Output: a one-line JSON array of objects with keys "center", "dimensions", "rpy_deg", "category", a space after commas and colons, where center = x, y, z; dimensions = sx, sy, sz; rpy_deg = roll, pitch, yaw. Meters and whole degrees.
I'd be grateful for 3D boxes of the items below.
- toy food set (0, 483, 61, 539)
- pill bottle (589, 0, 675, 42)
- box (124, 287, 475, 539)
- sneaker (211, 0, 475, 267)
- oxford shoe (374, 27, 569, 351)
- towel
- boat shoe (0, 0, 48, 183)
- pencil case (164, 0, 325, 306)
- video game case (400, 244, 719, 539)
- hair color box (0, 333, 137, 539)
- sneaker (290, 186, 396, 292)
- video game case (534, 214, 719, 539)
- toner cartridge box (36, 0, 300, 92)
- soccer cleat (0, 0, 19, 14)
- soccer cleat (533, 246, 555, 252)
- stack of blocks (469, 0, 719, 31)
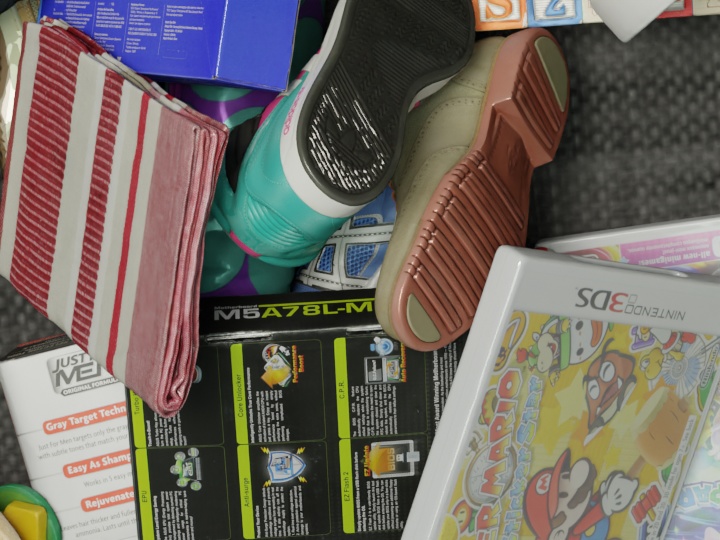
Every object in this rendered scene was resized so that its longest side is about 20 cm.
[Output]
[{"center": [-0.242, 0.195, 1.622], "dimensions": [0.197, 0.049, 0.201], "rpy_deg": [11, 107, 24], "category": "toy food set"}, {"center": [0.100, -0.217, 1.449], "dimensions": [0.113, 0.113, 0.200], "rpy_deg": [-40, 90, 12], "category": "pill bottle"}, {"center": [-0.022, 0.106, 1.528], "dimensions": [0.192, 0.048, 0.201], "rpy_deg": [-3, 119, 1], "category": "box"}, {"center": [-0.018, -0.072, 1.477], "dimensions": [0.084, 0.200, 0.121], "rpy_deg": [45, 131, -12], "category": "sneaker"}, {"center": [0.043, -0.038, 1.495], "dimensions": [0.073, 0.200, 0.071], "rpy_deg": [-3, 133, 34], "category": "oxford shoe"}, {"center": [-0.125, -0.031, 1.458], "dimensions": [0.023, 0.200, 0.145], "rpy_deg": [-1, 110, -31], "category": "towel"}, {"center": [-0.167, -0.139, 1.590], "dimensions": [0.076, 0.072, 0.201], "rpy_deg": [-9, 104, -7], "category": "boat shoe"}, {"center": [-0.071, -0.070, 1.550], "dimensions": [0.092, 0.085, 0.201], "rpy_deg": [7, 84, -22], "category": "pencil case"}, {"center": [0.106, 0.092, 1.519], "dimensions": [0.023, 0.181, 0.201], "rpy_deg": [29, 105, 44], "category": "video game case"}, {"center": [-0.119, 0.129, 1.620], "dimensions": [0.101, 0.061, 0.201], "rpy_deg": [-14, 98, 10], "category": "hair color box"}, {"center": [0.000, 0.000, 1.587], "dimensions": [0.200, 0.076, 0.077], "rpy_deg": [-45, 69, 11], "category": "sneaker"}, {"center": [0.177, 0.073, 1.592], "dimensions": [0.142, 0.018, 0.201], "rpy_deg": [-8, 98, 9], "category": "video game case"}, {"center": [-0.096, -0.142, 1.480], "dimensions": [0.043, 0.200, 0.096], "rpy_deg": [9, 91, -32], "category": "toner cartridge box"}, {"center": [-0.236, -0.121, 1.490], "dimensions": [0.199, 0.067, 0.082], "rpy_deg": [-20, 117, -32], "category": "soccer cleat"}, {"center": [0.074, 0.083, 1.587], "dimensions": [0.085, 0.069, 0.201], "rpy_deg": [23, 104, -5], "category": "soccer cleat"}, {"center": [0.098, -0.185, 1.542], "dimensions": [0.199, 0.059, 0.116], "rpy_deg": [-4, 98, 9], "category": "stack of blocks"}]
